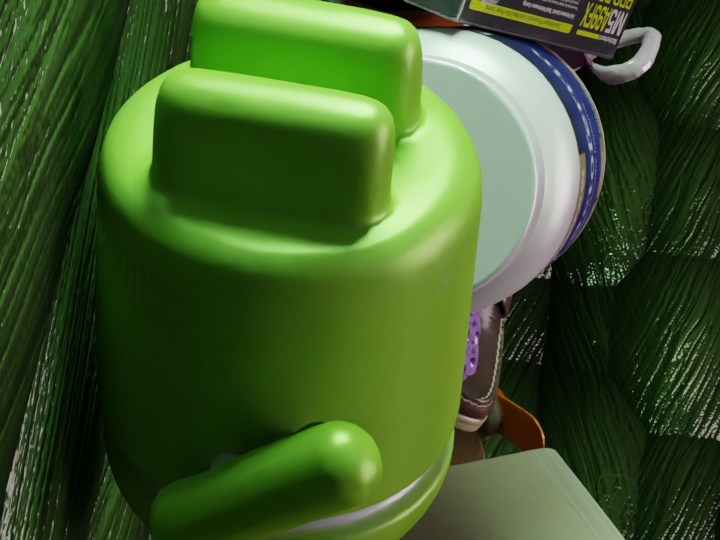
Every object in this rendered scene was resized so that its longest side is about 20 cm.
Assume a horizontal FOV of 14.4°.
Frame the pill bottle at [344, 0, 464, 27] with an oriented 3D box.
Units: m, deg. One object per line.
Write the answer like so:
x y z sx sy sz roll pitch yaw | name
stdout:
0.018 -0.191 1.220 0.106 0.106 0.200 -79 175 -47 | pill bottle

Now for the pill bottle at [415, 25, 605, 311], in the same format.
0.035 -0.042 1.159 0.200 0.116 0.116 -30 127 -79 | pill bottle

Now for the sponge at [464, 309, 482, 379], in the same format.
0.018 -0.046 1.453 0.030 0.112 0.200 -27 133 -39 | sponge

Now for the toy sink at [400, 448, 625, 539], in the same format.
0.019 0.180 1.389 0.112 0.200 0.130 -127 -147 -51 | toy sink

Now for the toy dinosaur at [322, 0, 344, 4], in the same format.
-0.026 -0.105 1.195 0.200 0.047 0.088 97 -4 -48 | toy dinosaur

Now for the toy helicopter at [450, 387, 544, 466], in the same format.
0.022 0.058 1.586 0.079 0.132 0.200 109 -26 -49 | toy helicopter

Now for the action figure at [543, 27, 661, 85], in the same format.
0.053 -0.109 1.542 0.200 0.149 0.134 -50 -178 27 | action figure

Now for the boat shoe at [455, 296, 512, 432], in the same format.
0.053 -0.007 1.554 0.072 0.072 0.200 -40 -142 37 | boat shoe

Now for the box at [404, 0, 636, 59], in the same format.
0.085 -0.176 1.187 0.200 0.044 0.160 0 113 -67 | box

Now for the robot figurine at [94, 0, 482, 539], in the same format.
-0.024 0.012 0.882 0.176 0.116 0.200 -75 171 -50 | robot figurine
